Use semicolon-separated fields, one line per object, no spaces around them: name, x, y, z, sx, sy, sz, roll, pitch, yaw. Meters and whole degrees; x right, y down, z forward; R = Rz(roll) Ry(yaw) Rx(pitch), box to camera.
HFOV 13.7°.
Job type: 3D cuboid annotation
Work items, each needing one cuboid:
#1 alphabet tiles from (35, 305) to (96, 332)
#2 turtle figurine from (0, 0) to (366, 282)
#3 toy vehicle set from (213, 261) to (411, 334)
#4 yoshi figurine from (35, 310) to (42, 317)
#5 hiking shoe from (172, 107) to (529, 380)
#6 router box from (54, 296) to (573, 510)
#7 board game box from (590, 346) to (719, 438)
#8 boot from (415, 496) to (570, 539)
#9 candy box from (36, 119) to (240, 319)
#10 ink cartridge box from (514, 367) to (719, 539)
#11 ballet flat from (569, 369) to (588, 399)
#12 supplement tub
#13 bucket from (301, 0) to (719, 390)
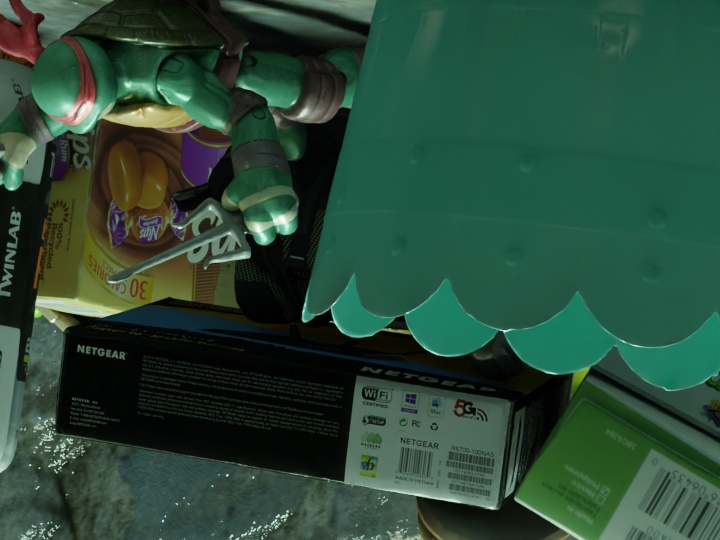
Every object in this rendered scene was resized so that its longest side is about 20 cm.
alphabet tiles;-0.147;-0.010;1.543;0.200;0.008;0.167;44;-161;-16
turtle figurine;-0.074;-0.062;1.182;0.149;0.101;0.199;22;-159;37
toy vehicle set;0.034;0.029;1.482;0.124;0.027;0.200;5;172;33
yoshi figurine;-0.181;-0.033;1.671;0.199;0.113;0.112;6;170;-23
hiking shoe;0.000;0.000;1.302;0.200;0.101;0.076;46;179;43
router box;-0.017;0.055;1.316;0.199;0.051;0.149;9;-173;13
board game box;0.159;0.042;1.253;0.199;0.035;0.126;29;-167;-8
boot;0.055;0.124;1.361;0.073;0.076;0.200;22;-173;4
candy box;-0.100;-0.029;1.498;0.056;0.117;0.200;4;174;31
ink cartridge box;0.135;0.080;1.276;0.103;0.060;0.200;31;-167;5
ballet flat;0.122;0.061;1.392;0.199;0.067;0.067;-7;162;3
supplement tub;-0.204;-0.013;1.359;0.122;0.201;0.123;7;176;0
bucket;0.087;-0.035;1.017;0.206;0.136;0.207;8;175;1
